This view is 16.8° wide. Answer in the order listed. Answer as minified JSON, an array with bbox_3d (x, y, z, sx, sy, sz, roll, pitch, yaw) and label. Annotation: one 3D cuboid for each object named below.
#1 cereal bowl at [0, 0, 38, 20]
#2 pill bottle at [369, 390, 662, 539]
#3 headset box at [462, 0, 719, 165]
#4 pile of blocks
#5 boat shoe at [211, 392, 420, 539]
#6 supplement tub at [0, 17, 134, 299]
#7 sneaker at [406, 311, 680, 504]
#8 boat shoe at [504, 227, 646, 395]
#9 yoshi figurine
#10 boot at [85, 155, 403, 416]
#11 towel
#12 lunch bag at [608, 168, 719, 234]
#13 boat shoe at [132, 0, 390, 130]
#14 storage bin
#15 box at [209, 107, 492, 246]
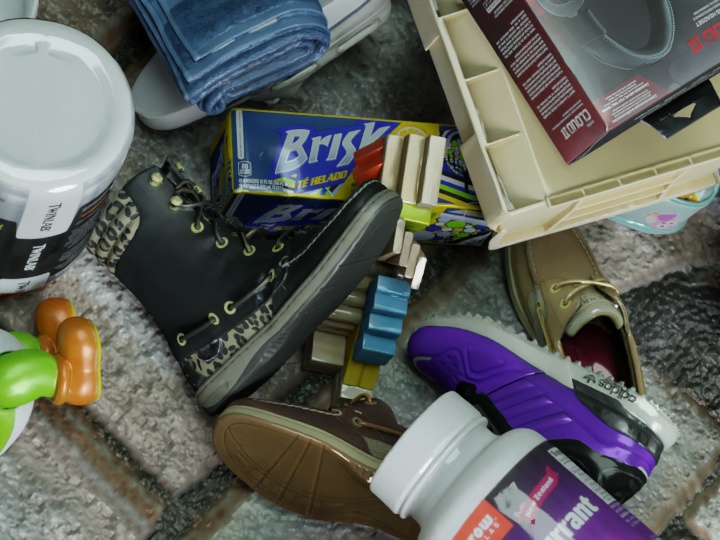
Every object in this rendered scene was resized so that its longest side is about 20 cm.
[{"bbox_3d":[-0.313,-0.174,1.609,0.199,0.083,0.201,7,61,-12],"label":"cereal bowl"},{"bbox_3d":[0.105,0.169,1.506,0.200,0.112,0.111,40,61,13],"label":"pill bottle"},{"bbox_3d":[0.159,-0.178,1.574,0.148,0.077,0.201,-30,85,-22],"label":"headset box"},{"bbox_3d":[0.000,0.000,1.602,0.062,0.082,0.201,11,104,-14],"label":"pile of blocks"},{"bbox_3d":[-0.001,0.121,1.603,0.199,0.072,0.072,18,42,-9],"label":"boat shoe"},{"bbox_3d":[-0.217,-0.063,1.531,0.122,0.200,0.123,6,65,-14],"label":"supplement tub"},{"bbox_3d":[0.101,0.101,1.604,0.199,0.070,0.100,23,70,29],"label":"sneaker"},{"bbox_3d":[0.156,0.038,1.683,0.074,0.066,0.201,-11,72,-22],"label":"boat shoe"},{"bbox_3d":[-0.269,0.049,1.526,0.199,0.113,0.112,-10,57,-19],"label":"yoshi figurine"},{"bbox_3d":[-0.080,-0.022,1.572,0.154,0.204,0.073,48,29,12],"label":"boot"},{"bbox_3d":[-0.102,-0.196,1.652,0.111,0.049,0.200,-27,48,-4],"label":"towel"},{"bbox_3d":[0.192,-0.137,1.765,0.159,0.077,0.201,18,64,-9],"label":"lunch bag"},{"bbox_3d":[-0.065,-0.150,1.688,0.200,0.066,0.072,-38,49,-13],"label":"boat shoe"},{"bbox_3d":[0.142,-0.138,1.650,0.197,0.094,0.201,-16,81,-20],"label":"storage bin"},{"bbox_3d":[-0.001,-0.063,1.674,0.199,0.070,0.065,3,68,-17],"label":"box"}]
